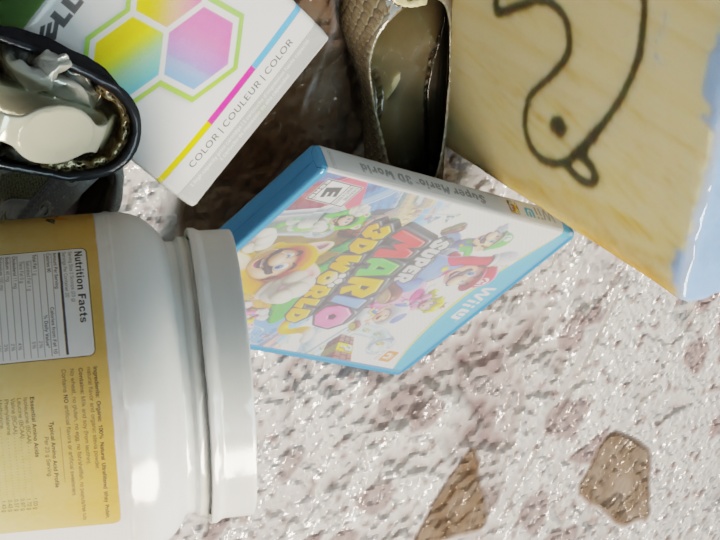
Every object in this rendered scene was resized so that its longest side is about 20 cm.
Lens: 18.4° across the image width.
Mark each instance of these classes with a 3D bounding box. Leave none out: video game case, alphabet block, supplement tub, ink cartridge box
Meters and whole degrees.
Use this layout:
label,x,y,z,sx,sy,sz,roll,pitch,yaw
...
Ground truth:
label,x,y,z,sx,sy,sz,roll,pitch,yaw
video game case,0.000,0.000,1.148,0.199,0.018,0.143,12,137,-47
alphabet block,0.180,-0.126,1.147,0.195,0.200,0.197,-12,124,-39
supplement tub,-0.147,0.051,0.929,0.198,0.145,0.145,-5,125,-8
ink cartridge box,-0.111,-0.123,0.976,0.104,0.059,0.200,-51,139,-2

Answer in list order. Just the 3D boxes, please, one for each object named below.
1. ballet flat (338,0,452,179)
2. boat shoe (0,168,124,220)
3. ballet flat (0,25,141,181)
label,x,y,z,sx,sy,sz,roll,pitch,yaw
ballet flat,0.024,-0.090,1.136,0.067,0.046,0.201,-17,128,-26
boat shoe,-0.161,0.027,1.026,0.074,0.065,0.203,6,112,-46
ballet flat,-0.166,-0.074,0.869,0.199,0.073,0.073,15,106,-42
